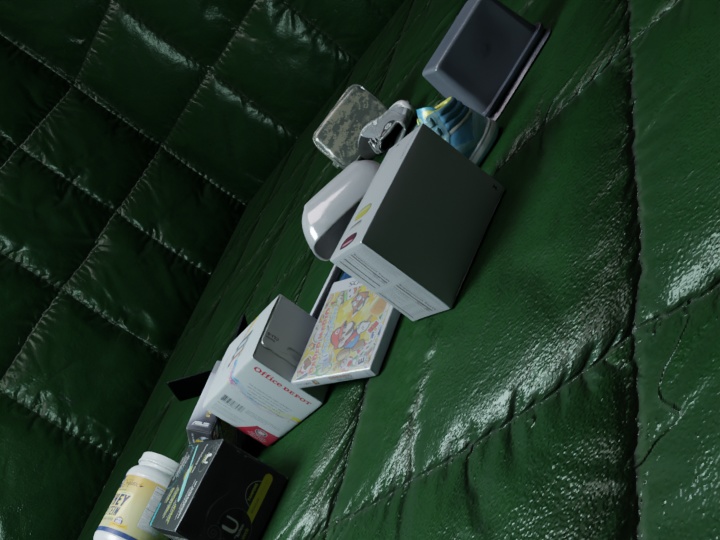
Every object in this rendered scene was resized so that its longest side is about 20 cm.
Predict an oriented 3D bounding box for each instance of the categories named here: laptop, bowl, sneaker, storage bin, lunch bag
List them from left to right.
[{"bbox_3d":[-0.342,0.204,1.943,0.188,0.114,0.204,97,-169,-70],"label":"laptop"},{"bbox_3d":[-0.026,-0.117,1.529,0.199,0.075,0.200,-42,-9,-2],"label":"bowl"},{"bbox_3d":[-0.013,-0.354,2.132,0.201,0.138,0.168,-53,-2,2],"label":"lunch bag"},{"bbox_3d":[0.046,-0.301,1.951,0.200,0.074,0.117,-42,23,44],"label":"sneaker"},{"bbox_3d":[0.118,-0.181,1.336,0.202,0.129,0.079,-58,16,-4],"label":"sneaker"},{"bbox_3d":[0.202,-0.363,1.438,0.202,0.133,0.145,-56,14,-2],"label":"storage bin"}]

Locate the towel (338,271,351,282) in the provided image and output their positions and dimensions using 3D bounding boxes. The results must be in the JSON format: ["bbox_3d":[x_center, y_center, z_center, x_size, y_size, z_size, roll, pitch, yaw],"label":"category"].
[{"bbox_3d":[0.000,0.000,1.509,0.111,0.048,0.202,-38,24,54],"label":"towel"}]

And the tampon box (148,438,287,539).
[{"bbox_3d":[-0.227,0.365,1.328,0.199,0.125,0.152,-27,33,62],"label":"tampon box"}]

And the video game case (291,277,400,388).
[{"bbox_3d":[-0.011,0.085,1.312,0.180,0.023,0.203,-17,41,44],"label":"video game case"}]

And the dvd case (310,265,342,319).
[{"bbox_3d":[-0.058,0.027,1.602,0.200,0.017,0.145,155,140,-86],"label":"dvd case"}]

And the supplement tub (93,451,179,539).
[{"bbox_3d":[-0.440,0.493,1.732,0.144,0.143,0.202,-35,26,54],"label":"supplement tub"}]

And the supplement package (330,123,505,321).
[{"bbox_3d":[0.080,-0.064,1.162,0.202,0.154,0.111,-62,16,-23],"label":"supplement package"}]

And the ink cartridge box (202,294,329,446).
[{"bbox_3d":[-0.147,0.173,1.434,0.200,0.144,0.146,-41,20,43],"label":"ink cartridge box"}]

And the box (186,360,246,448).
[{"bbox_3d":[-0.258,0.294,1.546,0.160,0.047,0.203,-71,-13,-48],"label":"box"}]
